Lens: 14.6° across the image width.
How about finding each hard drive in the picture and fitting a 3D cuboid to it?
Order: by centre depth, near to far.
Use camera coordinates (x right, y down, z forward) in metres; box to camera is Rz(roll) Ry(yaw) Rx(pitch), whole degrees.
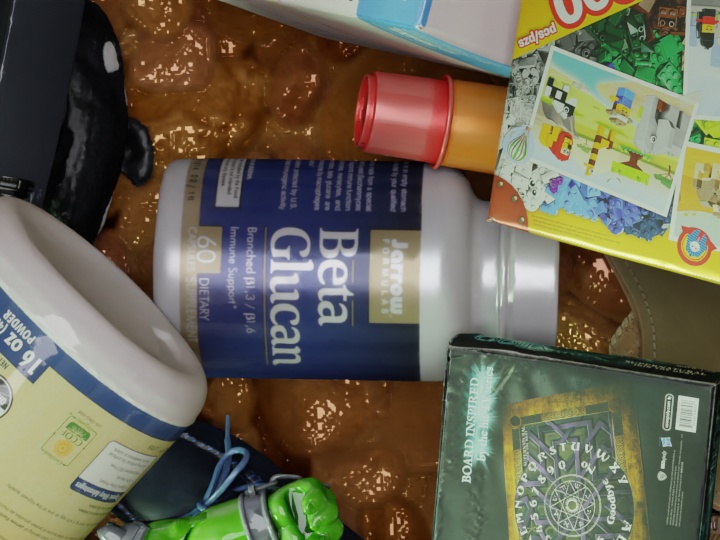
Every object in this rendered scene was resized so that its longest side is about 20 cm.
[{"bbox_3d":[-0.203,-0.102,1.429,0.135,0.042,0.201,12,90,43],"label":"hard drive"}]

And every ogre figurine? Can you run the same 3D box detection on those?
[{"bbox_3d":[-0.076,0.189,1.379,0.119,0.098,0.200,7,134,-3],"label":"ogre figurine"}]

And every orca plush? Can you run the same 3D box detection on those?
[{"bbox_3d":[-0.174,-0.044,1.447,0.105,0.071,0.200,29,92,3],"label":"orca plush"}]

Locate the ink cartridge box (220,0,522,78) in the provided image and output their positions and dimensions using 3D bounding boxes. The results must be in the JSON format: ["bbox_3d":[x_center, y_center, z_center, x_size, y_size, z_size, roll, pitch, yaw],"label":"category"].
[{"bbox_3d":[0.010,-0.177,1.378,0.200,0.125,0.129,15,90,42],"label":"ink cartridge box"}]

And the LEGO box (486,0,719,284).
[{"bbox_3d":[0.170,-0.074,1.278,0.199,0.077,0.150,15,104,31],"label":"LEGO box"}]

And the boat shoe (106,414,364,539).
[{"bbox_3d":[-0.055,0.129,1.443,0.199,0.069,0.084,26,92,2],"label":"boat shoe"}]

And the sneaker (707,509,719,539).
[{"bbox_3d":[0.143,0.145,1.440,0.199,0.108,0.070,-1,93,34],"label":"sneaker"}]

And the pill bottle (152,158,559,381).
[{"bbox_3d":[0.000,0.000,1.418,0.199,0.111,0.112,1,90,3],"label":"pill bottle"}]

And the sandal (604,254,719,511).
[{"bbox_3d":[0.160,0.038,1.432,0.077,0.070,0.212,-11,64,-16],"label":"sandal"}]

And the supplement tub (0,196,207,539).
[{"bbox_3d":[-0.185,0.081,1.325,0.144,0.144,0.200,43,97,2],"label":"supplement tub"}]

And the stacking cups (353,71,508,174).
[{"bbox_3d":[0.096,-0.064,1.398,0.199,0.061,0.061,8,91,-6],"label":"stacking cups"}]

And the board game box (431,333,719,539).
[{"bbox_3d":[0.100,0.138,1.364,0.135,0.028,0.201,9,104,18],"label":"board game box"}]
